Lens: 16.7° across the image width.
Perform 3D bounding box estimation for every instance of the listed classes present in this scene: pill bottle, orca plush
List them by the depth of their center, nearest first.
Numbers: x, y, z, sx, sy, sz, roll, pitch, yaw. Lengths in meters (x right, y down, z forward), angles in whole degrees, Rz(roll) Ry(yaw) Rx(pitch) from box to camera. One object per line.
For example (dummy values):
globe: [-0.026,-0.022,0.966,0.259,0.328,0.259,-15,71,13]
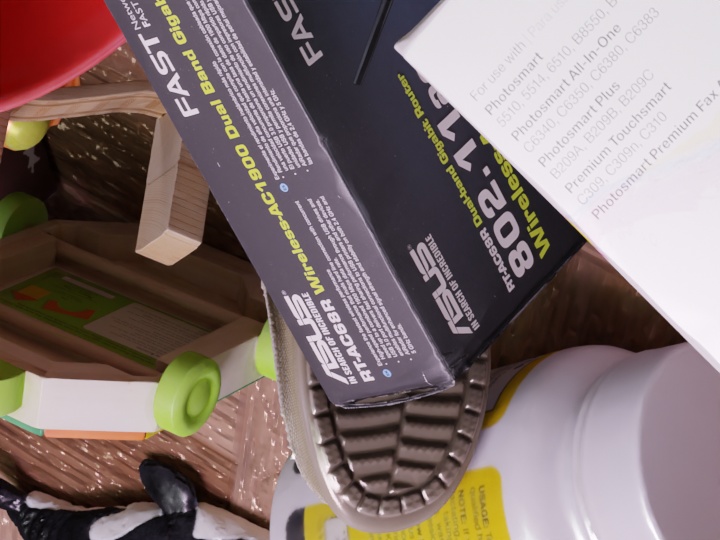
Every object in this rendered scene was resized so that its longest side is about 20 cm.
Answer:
pill bottle: [0.067,0.092,0.938,0.200,0.114,0.115,-19,109,48]
orca plush: [-0.117,0.144,1.171,0.199,0.071,0.106,22,134,26]

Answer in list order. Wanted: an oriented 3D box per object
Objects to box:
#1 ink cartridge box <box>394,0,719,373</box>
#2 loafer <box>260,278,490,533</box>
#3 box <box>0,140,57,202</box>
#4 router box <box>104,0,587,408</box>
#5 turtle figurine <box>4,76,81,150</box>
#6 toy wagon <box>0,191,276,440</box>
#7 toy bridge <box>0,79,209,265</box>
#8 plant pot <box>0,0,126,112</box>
ink cartridge box: [0.119,-0.069,0.724,0.200,0.129,0.125,45,116,2]
loafer: [0.000,0.000,0.913,0.068,0.075,0.201,138,130,-67]
box: [-0.246,-0.051,1.102,0.199,0.100,0.075,11,129,34]
router box: [0.005,-0.078,0.825,0.062,0.150,0.200,-13,113,45]
turtle figurine: [-0.164,-0.098,0.993,0.161,0.200,0.064,41,-174,33]
toy wagon: [-0.119,0.024,0.979,0.155,0.200,0.040,21,116,26]
toy bridge: [-0.071,-0.037,0.948,0.199,0.067,0.027,23,148,-28]
plant pot: [-0.158,-0.182,0.862,0.177,0.200,0.201,42,141,23]
